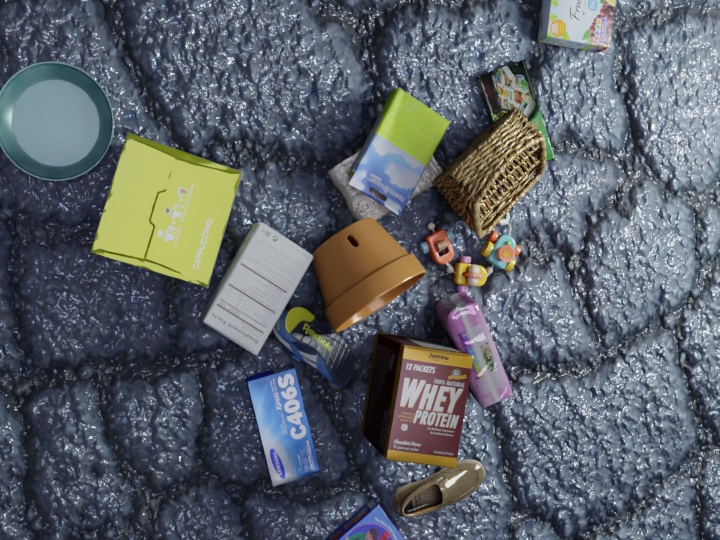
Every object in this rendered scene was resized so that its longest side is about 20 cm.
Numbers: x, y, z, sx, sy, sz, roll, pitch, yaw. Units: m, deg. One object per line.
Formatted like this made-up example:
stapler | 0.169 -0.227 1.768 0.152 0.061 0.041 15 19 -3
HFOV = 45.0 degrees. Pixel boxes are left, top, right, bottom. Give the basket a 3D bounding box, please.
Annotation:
basket | 0.260 -0.180 1.608 0.200 0.143 0.149 -43 96 -12

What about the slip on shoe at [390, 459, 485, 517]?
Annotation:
slip on shoe | 0.155 0.425 1.679 0.197 0.061 0.077 -14 95 -13

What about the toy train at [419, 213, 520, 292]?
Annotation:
toy train | 0.221 -0.043 1.679 0.197 0.056 0.153 -21 97 -11

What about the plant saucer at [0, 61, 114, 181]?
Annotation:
plant saucer | -0.527 -0.256 1.500 0.196 0.036 0.204 -1 93 -13

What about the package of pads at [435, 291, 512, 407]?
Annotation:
package of pads | 0.213 0.146 1.645 0.075 0.121 0.203 -23 101 0

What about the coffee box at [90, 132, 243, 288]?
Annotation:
coffee box | -0.326 -0.098 1.472 0.197 0.198 0.203 18 88 -13

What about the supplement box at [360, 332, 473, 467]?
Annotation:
supplement box | 0.098 0.231 1.586 0.130 0.200 0.201 9 90 -13

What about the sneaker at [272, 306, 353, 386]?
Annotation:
sneaker | -0.088 0.140 1.609 0.200 0.081 0.075 49 53 -28

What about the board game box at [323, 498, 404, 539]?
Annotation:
board game box | 0.035 0.562 1.664 0.134 0.045 0.201 -37 100 -9

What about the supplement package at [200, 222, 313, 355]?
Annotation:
supplement package | -0.188 0.030 1.552 0.116 0.117 0.202 32 85 -13

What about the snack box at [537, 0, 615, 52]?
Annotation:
snack box | 0.431 -0.546 1.710 0.140 0.053 0.204 6 91 -12

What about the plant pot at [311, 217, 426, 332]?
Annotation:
plant pot | 0.000 0.000 1.569 0.198 0.200 0.141 -32 83 -10

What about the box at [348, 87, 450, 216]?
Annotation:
box | 0.067 -0.217 1.604 0.121 0.048 0.202 29 86 -14

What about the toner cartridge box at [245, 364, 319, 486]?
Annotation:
toner cartridge box | -0.144 0.287 1.611 0.093 0.043 0.204 -15 96 -11

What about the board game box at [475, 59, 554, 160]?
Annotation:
board game box | 0.305 -0.300 1.705 0.103 0.023 0.203 -20 97 -13

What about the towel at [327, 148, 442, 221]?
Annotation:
towel | 0.051 -0.182 1.643 0.198 0.034 0.134 -33 99 -10
